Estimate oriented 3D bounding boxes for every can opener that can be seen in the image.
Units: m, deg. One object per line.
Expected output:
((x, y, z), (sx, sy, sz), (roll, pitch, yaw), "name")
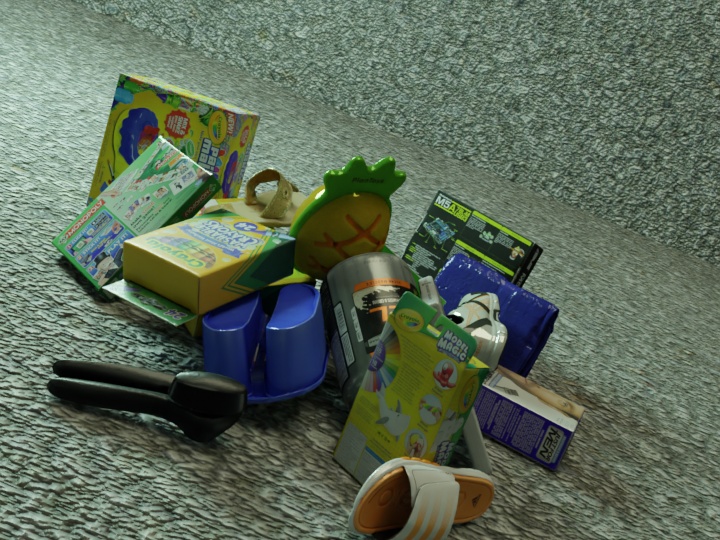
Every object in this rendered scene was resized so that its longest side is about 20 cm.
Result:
((-0.210, 0.119, 1.019), (0.196, 0.080, 0.064), (11, 25, -4), "can opener")

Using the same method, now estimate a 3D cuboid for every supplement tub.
((0.026, 0.090, 1.200), (0.121, 0.123, 0.202), (11, 47, -32), "supplement tub")

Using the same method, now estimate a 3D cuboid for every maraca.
((-0.018, -0.063, 1.248), (0.135, 0.201, 0.108), (-6, 52, -33), "maraca")

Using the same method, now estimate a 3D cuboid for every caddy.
((-0.107, 0.089, 1.167), (0.138, 0.107, 0.200), (-1, 17, 4), "caddy")

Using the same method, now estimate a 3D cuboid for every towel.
((0.182, 0.078, 1.510), (0.199, 0.149, 0.049), (32, -4, 33), "towel")

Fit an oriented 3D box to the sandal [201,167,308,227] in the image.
((-0.125, -0.101, 1.368), (0.077, 0.070, 0.210), (35, 32, 23), "sandal")

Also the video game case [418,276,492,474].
((0.109, 0.117, 1.197), (0.023, 0.203, 0.182), (-18, 8, 4), "video game case")

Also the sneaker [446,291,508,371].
((0.147, 0.068, 1.392), (0.079, 0.075, 0.200), (18, 13, -5), "sneaker")

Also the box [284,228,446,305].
((0.000, 0.000, 1.433), (0.200, 0.097, 0.176), (42, 1, -15), "box")

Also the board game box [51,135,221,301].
((-0.285, -0.070, 1.299), (0.134, 0.200, 0.029), (35, -14, 40), "board game box")

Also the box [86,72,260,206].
((-0.276, -0.164, 1.520), (0.189, 0.203, 0.122), (18, 9, 9), "box")

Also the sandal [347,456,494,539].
((0.078, 0.230, 0.999), (0.204, 0.080, 0.059), (9, 18, -43), "sandal")

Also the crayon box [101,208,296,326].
((-0.184, -0.010, 1.185), (0.124, 0.052, 0.199), (22, 29, 30), "crayon box")

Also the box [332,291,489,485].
((0.053, 0.135, 1.048), (0.048, 0.203, 0.117), (2, 25, -47), "box")

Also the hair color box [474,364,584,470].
((0.187, 0.174, 1.339), (0.198, 0.066, 0.109), (28, 16, 14), "hair color box")

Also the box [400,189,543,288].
((0.155, 0.002, 1.598), (0.199, 0.195, 0.047), (31, 1, 33), "box")

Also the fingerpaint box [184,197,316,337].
((-0.179, -0.009, 1.333), (0.165, 0.074, 0.200), (-6, 39, -37), "fingerpaint box")
